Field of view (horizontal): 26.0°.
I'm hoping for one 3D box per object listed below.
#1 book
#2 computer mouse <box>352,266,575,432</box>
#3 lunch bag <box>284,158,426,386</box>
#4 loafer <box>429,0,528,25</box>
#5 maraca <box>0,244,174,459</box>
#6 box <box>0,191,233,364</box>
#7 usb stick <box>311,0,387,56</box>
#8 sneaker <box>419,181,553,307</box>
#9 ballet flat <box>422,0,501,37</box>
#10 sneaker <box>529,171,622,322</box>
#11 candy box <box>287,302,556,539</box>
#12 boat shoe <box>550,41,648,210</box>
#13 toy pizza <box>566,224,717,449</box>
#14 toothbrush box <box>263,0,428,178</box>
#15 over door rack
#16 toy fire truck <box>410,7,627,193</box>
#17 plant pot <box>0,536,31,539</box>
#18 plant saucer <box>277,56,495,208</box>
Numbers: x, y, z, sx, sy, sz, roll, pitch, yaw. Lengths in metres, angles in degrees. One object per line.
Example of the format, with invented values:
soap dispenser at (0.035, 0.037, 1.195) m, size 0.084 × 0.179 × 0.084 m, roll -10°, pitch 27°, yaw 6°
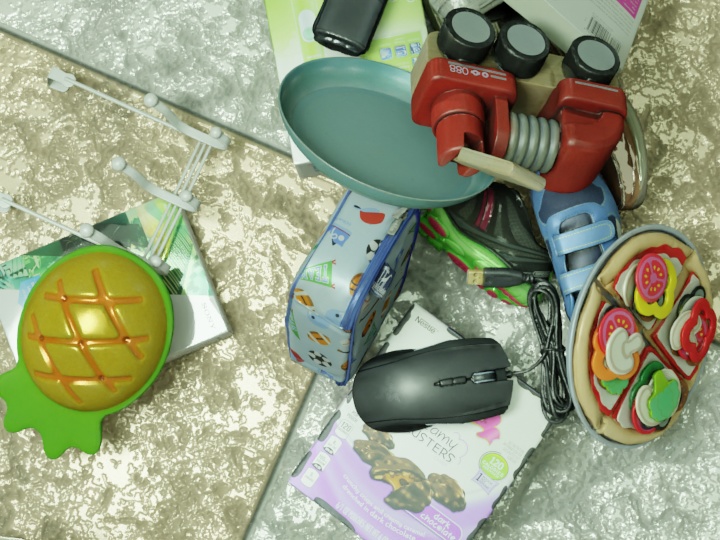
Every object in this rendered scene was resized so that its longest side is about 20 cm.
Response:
book at (0.206, -0.278, 1.405) m, size 0.133 × 0.048 × 0.201 m, roll 38°, pitch 50°, yaw -14°
computer mouse at (0.089, 0.068, 1.367) m, size 0.198 × 0.046 × 0.142 m, roll -4°, pitch 84°, yaw 3°
lunch bag at (0.000, 0.000, 1.368) m, size 0.075 × 0.200 × 0.161 m, roll 28°, pitch 63°, yaw 7°
loafer at (0.141, -0.247, 1.417) m, size 0.199 × 0.070 × 0.070 m, roll -14°, pitch 71°, yaw -39°
maraca at (-0.248, 0.073, 1.394) m, size 0.137 × 0.107 × 0.201 m, roll 33°, pitch 99°, yaw 4°
box at (-0.237, 0.031, 1.466) m, size 0.198 × 0.036 × 0.145 m, roll -23°, pitch 83°, yaw -1°
usb stick at (0.013, -0.286, 1.402) m, size 0.055 × 0.033 × 0.202 m, roll 20°, pitch 78°, yaw 9°
sneaker at (0.103, -0.052, 1.428) m, size 0.200 × 0.077 × 0.084 m, roll 44°, pitch 72°, yaw -21°
ballet flat at (0.104, -0.227, 1.461) m, size 0.069 × 0.069 × 0.201 m, roll -23°, pitch 83°, yaw 0°
sneaker at (0.205, -0.007, 1.392) m, size 0.073 × 0.082 × 0.201 m, roll -18°, pitch 109°, yaw 10°
candy box at (0.058, 0.159, 1.418) m, size 0.167 × 0.072 × 0.201 m, roll 35°, pitch 86°, yaw 6°
boat shoe at (0.208, -0.145, 1.441) m, size 0.071 × 0.076 × 0.202 m, roll -14°, pitch 73°, yaw -10°
toy pizza at (0.255, 0.060, 1.375) m, size 0.032 × 0.199 × 0.202 m, roll 13°, pitch 82°, yaw 47°
toothbrush box at (-0.007, -0.201, 1.454) m, size 0.144 × 0.086 × 0.202 m, roll -10°, pitch 85°, yaw 1°
over door rack at (-0.239, -0.097, 1.441) m, size 0.198 × 0.067 × 0.149 m, roll 21°, pitch 75°, yaw 14°
toy fire truck at (0.136, -0.112, 1.283) m, size 0.174 × 0.129 × 0.201 m, roll 11°, pitch 53°, yaw -13°
plant pot at (-0.304, 0.334, 1.387) m, size 0.198 × 0.134 × 0.202 m, roll 0°, pitch 84°, yaw 4°
plant saucer at (0.022, -0.114, 1.329) m, size 0.199 × 0.200 × 0.028 m, roll 27°, pitch 127°, yaw 5°
